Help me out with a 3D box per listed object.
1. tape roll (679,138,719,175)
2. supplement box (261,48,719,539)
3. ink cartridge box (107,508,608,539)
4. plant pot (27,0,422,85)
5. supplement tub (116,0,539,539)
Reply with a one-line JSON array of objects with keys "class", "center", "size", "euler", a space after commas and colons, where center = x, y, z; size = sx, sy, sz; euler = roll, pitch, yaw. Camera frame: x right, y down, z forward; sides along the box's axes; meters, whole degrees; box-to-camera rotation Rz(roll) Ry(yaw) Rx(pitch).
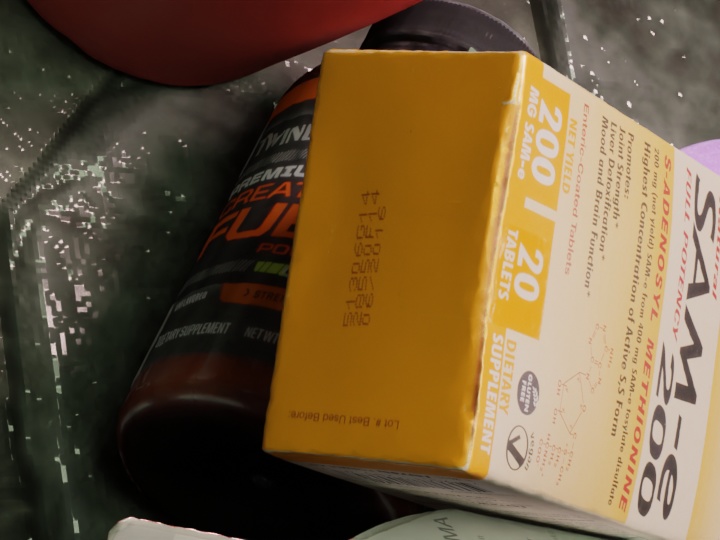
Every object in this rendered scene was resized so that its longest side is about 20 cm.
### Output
[{"class": "tape roll", "center": [0.147, 0.054, 1.085], "size": [0.200, 0.066, 0.200], "euler": [14, 62, -28]}, {"class": "supplement box", "center": [0.058, 0.016, 0.909], "size": [0.200, 0.073, 0.126], "euler": [23, 73, -58]}, {"class": "ink cartridge box", "center": [-0.019, 0.145, 0.886], "size": [0.200, 0.161, 0.050], "euler": [15, 22, -26]}, {"class": "plant pot", "center": [-0.033, -0.162, 0.990], "size": [0.200, 0.177, 0.201], "euler": [13, 64, -28]}, {"class": "supplement tub", "center": [0.000, 0.000, 0.987], "size": [0.107, 0.107, 0.200], "euler": [36, 54, -15]}]
